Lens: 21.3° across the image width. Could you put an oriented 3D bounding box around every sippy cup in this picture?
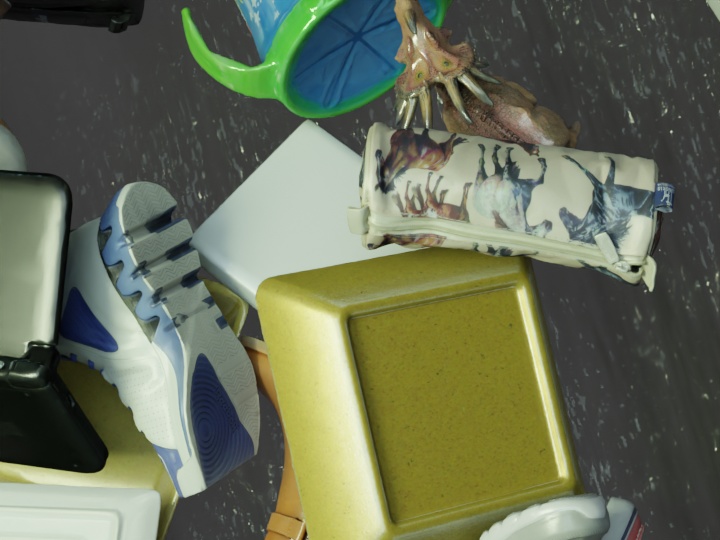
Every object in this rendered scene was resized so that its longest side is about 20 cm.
[{"bbox_3d":[-0.030,-0.197,1.309,0.131,0.177,0.140,54,126,26],"label":"sippy cup"}]

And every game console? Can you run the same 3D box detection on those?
[{"bbox_3d":[-0.259,0.031,1.238,0.198,0.176,0.117,5,55,23],"label":"game console"}]

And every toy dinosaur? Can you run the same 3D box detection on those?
[{"bbox_3d":[0.094,-0.093,1.255,0.199,0.136,0.086,29,85,14],"label":"toy dinosaur"}]

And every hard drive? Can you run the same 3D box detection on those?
[{"bbox_3d":[0.000,0.000,1.288,0.199,0.026,0.132,37,65,15],"label":"hard drive"}]

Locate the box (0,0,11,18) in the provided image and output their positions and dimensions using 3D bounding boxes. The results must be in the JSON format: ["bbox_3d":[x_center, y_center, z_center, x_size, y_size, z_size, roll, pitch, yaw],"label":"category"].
[{"bbox_3d":[-0.326,-0.128,1.203,0.100,0.075,0.200,39,91,29],"label":"box"}]

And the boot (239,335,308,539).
[{"bbox_3d":[-0.037,0.150,1.263,0.199,0.074,0.155,36,90,17],"label":"boot"}]

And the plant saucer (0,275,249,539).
[{"bbox_3d":[-0.192,0.084,1.315,0.199,0.048,0.201,18,82,14],"label":"plant saucer"}]

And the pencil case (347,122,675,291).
[{"bbox_3d":[0.091,-0.040,1.185,0.198,0.090,0.078,7,122,-3],"label":"pencil case"}]

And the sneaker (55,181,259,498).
[{"bbox_3d":[-0.147,0.050,1.254,0.115,0.080,0.201,-17,93,36],"label":"sneaker"}]

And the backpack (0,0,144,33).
[{"bbox_3d":[-0.260,-0.240,1.325,0.198,0.163,0.155,-7,79,3],"label":"backpack"}]

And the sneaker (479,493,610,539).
[{"bbox_3d":[0.103,0.213,1.180,0.082,0.074,0.201,61,137,32],"label":"sneaker"}]

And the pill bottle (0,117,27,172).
[{"bbox_3d":[-0.322,-0.109,1.325,0.116,0.116,0.200,-40,56,0],"label":"pill bottle"}]

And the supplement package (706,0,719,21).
[{"bbox_3d":[0.300,-0.268,1.249,0.199,0.147,0.192,-30,75,3],"label":"supplement package"}]

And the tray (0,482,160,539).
[{"bbox_3d":[-0.228,0.187,1.217,0.198,0.022,0.108,0,73,15],"label":"tray"}]

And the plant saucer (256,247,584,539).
[{"bbox_3d":[0.051,0.084,1.197,0.199,0.048,0.202,-11,84,-27],"label":"plant saucer"}]

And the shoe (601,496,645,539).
[{"bbox_3d":[0.166,0.251,1.209,0.090,0.071,0.202,18,86,11],"label":"shoe"}]
